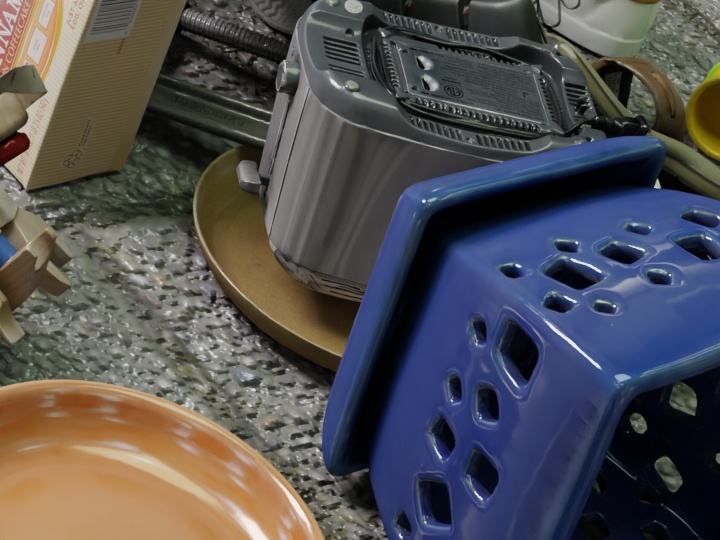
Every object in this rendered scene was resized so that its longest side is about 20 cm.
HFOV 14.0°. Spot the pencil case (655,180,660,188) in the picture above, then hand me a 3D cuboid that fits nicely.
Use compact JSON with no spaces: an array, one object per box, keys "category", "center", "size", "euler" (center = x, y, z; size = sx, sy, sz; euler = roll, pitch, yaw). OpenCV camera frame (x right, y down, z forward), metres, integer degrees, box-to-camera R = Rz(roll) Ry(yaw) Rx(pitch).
[{"category":"pencil case","center":[0.101,-0.055,1.675],"size":[0.200,0.090,0.078],"euler":[35,32,16]}]

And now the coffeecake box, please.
[{"category":"coffeecake box","center":[-0.190,-0.168,1.588],"size":[0.073,0.154,0.200],"euler":[-15,49,-43]}]

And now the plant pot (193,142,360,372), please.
[{"category":"plant pot","center":[0.000,0.000,1.592],"size":[0.200,0.028,0.200],"euler":[17,34,-12]}]

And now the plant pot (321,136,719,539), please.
[{"category":"plant pot","center":[0.103,0.054,1.424],"size":[0.200,0.200,0.180],"euler":[-15,47,-40]}]

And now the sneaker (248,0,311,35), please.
[{"category":"sneaker","center":[0.043,-0.162,1.792],"size":[0.200,0.074,0.118],"euler":[27,36,15]}]

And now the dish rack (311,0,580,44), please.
[{"category":"dish rack","center":[0.076,-0.179,1.687],"size":[0.153,0.055,0.200],"euler":[10,36,32]}]

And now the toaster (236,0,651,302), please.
[{"category":"toaster","center":[0.039,-0.054,1.550],"size":[0.200,0.129,0.114],"euler":[10,37,-19]}]

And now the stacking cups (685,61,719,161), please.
[{"category":"stacking cups","center":[0.261,-0.134,1.921],"size":[0.060,0.061,0.200],"euler":[28,30,5]}]

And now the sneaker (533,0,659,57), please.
[{"category":"sneaker","center":[0.106,-0.218,1.910],"size":[0.200,0.085,0.073],"euler":[24,35,2]}]

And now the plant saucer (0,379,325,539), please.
[{"category":"plant saucer","center":[-0.110,0.129,1.334],"size":[0.200,0.038,0.200],"euler":[18,34,-12]}]

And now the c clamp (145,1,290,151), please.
[{"category":"c clamp","center":[-0.067,-0.123,1.689],"size":[0.200,0.027,0.171],"euler":[23,32,19]}]

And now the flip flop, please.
[{"category":"flip flop","center":[0.164,-0.090,1.725],"size":[0.200,0.058,0.081],"euler":[31,-11,-34]}]

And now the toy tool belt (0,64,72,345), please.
[{"category":"toy tool belt","center":[-0.201,-0.004,1.413],"size":[0.123,0.125,0.200],"euler":[57,38,-8]}]
